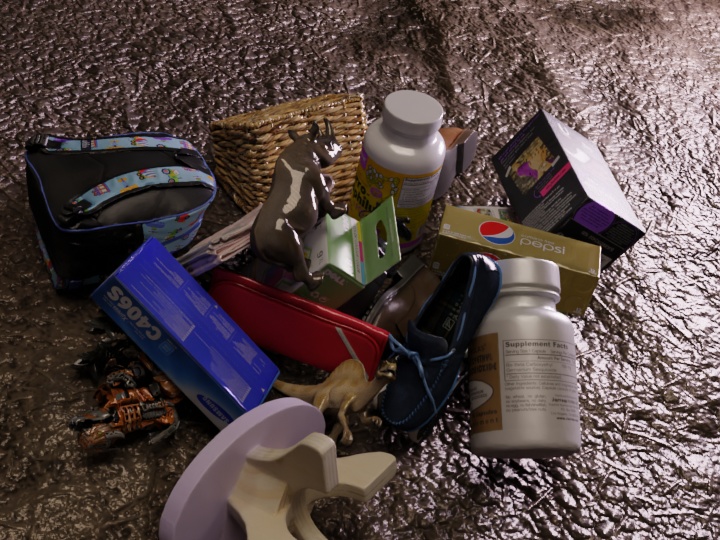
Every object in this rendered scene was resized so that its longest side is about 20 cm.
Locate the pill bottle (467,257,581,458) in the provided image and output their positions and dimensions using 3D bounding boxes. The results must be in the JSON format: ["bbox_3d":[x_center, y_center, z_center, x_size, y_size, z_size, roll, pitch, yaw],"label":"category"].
[{"bbox_3d":[0.170,0.094,1.099,0.114,0.114,0.200,3,74,-12],"label":"pill bottle"}]

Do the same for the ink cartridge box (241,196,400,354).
[{"bbox_3d":[-0.050,-0.005,1.151,0.059,0.200,0.104,33,34,-31],"label":"ink cartridge box"}]

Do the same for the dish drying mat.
[{"bbox_3d":[-0.072,0.062,1.114,0.200,0.077,0.018,21,32,3],"label":"dish drying mat"}]

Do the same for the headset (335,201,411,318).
[{"bbox_3d":[0.000,0.000,1.224,0.094,0.123,0.200,43,52,-25],"label":"headset"}]

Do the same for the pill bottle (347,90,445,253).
[{"bbox_3d":[0.047,-0.123,1.309,0.104,0.200,0.104,8,40,-6],"label":"pill bottle"}]

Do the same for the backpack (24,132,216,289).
[{"bbox_3d":[-0.277,-0.079,1.221,0.200,0.135,0.183,-13,46,-26],"label":"backpack"}]

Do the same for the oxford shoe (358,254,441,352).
[{"bbox_3d":[0.044,0.064,1.198,0.084,0.073,0.200,38,52,5],"label":"oxford shoe"}]

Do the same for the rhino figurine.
[{"bbox_3d":[-0.060,-0.082,1.094,0.087,0.060,0.200,34,58,-33],"label":"rhino figurine"}]

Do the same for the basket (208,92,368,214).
[{"bbox_3d":[-0.094,-0.149,1.407,0.200,0.149,0.143,-22,19,-34],"label":"basket"}]

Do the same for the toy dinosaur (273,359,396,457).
[{"bbox_3d":[-0.030,0.140,1.085,0.058,0.200,0.101,34,58,-40],"label":"toy dinosaur"}]

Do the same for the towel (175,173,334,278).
[{"bbox_3d":[-0.147,-0.037,1.182,0.191,0.200,0.032,-36,99,-40],"label":"towel"}]

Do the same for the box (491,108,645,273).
[{"bbox_3d":[0.273,-0.101,1.387,0.122,0.106,0.200,27,32,-31],"label":"box"}]

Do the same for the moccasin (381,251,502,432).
[{"bbox_3d":[0.069,0.067,1.062,0.080,0.200,0.068,23,-3,35],"label":"moccasin"}]

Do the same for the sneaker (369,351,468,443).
[{"bbox_3d":[0.082,0.102,1.161,0.080,0.074,0.200,27,42,18],"label":"sneaker"}]

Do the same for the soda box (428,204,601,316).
[{"bbox_3d":[0.188,-0.013,1.268,0.200,0.068,0.064,15,40,2],"label":"soda box"}]

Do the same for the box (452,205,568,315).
[{"bbox_3d":[0.185,-0.008,1.342,0.110,0.035,0.200,1,42,-14],"label":"box"}]

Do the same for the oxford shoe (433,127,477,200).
[{"bbox_3d":[0.098,-0.152,1.464,0.071,0.071,0.200,17,30,20],"label":"oxford shoe"}]

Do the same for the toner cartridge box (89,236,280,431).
[{"bbox_3d":[-0.176,0.066,1.066,0.200,0.043,0.095,48,29,-11],"label":"toner cartridge box"}]

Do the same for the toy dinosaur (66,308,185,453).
[{"bbox_3d":[-0.226,0.113,1.074,0.136,0.102,0.200,44,22,12],"label":"toy dinosaur"}]

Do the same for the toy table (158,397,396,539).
[{"bbox_3d":[-0.068,0.209,0.941,0.117,0.184,0.200,20,51,33],"label":"toy table"}]
